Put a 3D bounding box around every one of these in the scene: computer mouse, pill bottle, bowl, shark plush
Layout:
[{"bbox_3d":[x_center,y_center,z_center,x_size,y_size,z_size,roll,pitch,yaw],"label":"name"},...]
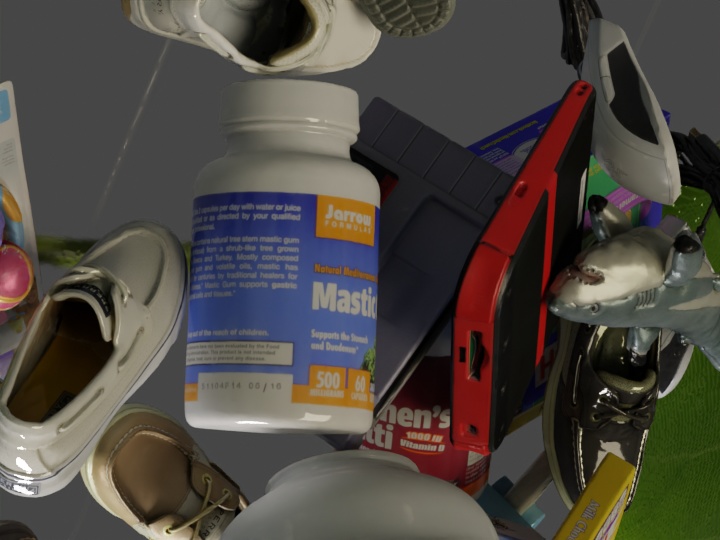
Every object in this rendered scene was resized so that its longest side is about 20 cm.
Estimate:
[{"bbox_3d":[0.213,0.004,1.526,0.044,0.110,0.201,-2,124,-29],"label":"computer mouse"},{"bbox_3d":[0.041,0.056,1.464,0.109,0.109,0.201,-22,128,-39],"label":"pill bottle"},{"bbox_3d":[-0.005,0.167,1.315,0.200,0.091,0.201,-6,151,-3],"label":"bowl"},{"bbox_3d":[-0.044,-0.006,1.286,0.112,0.112,0.201,9,81,-50],"label":"pill bottle"},{"bbox_3d":[0.156,-0.123,1.426,0.044,0.200,0.110,-16,141,-2],"label":"computer mouse"},{"bbox_3d":[0.189,0.023,1.441,0.084,0.091,0.200,-59,149,-2],"label":"shark plush"}]

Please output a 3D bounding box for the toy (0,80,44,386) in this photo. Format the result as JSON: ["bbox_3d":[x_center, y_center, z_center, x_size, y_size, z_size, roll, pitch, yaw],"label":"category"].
[{"bbox_3d":[-0.213,0.010,1.199,0.115,0.047,0.201,-30,133,-36],"label":"toy"}]

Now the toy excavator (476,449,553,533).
[{"bbox_3d":[0.105,0.171,1.555,0.194,0.100,0.200,-30,162,-49],"label":"toy excavator"}]

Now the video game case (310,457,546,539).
[{"bbox_3d":[0.009,0.241,1.445,0.181,0.045,0.201,21,98,-28],"label":"video game case"}]

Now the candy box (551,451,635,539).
[{"bbox_3d":[0.116,0.219,1.416,0.200,0.026,0.102,-53,164,-32],"label":"candy box"}]

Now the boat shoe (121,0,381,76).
[{"bbox_3d":[-0.047,-0.142,1.270,0.200,0.069,0.071,2,109,-50],"label":"boat shoe"}]

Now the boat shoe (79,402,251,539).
[{"bbox_3d":[-0.106,0.149,1.392,0.074,0.066,0.200,-54,143,-10],"label":"boat shoe"}]

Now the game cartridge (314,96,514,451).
[{"bbox_3d":[0.000,0.000,1.367,0.200,0.129,0.038,-54,160,-8],"label":"game cartridge"}]

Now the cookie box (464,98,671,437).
[{"bbox_3d":[0.134,-0.008,1.556,0.171,0.075,0.201,-28,133,-36],"label":"cookie box"}]

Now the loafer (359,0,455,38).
[{"bbox_3d":[0.005,-0.233,1.284,0.075,0.070,0.201,-11,125,9],"label":"loafer"}]

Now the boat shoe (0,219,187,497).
[{"bbox_3d":[-0.149,0.031,1.217,0.070,0.071,0.200,102,14,-47],"label":"boat shoe"}]

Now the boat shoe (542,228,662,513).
[{"bbox_3d":[0.169,0.074,1.489,0.071,0.066,0.202,0,95,-22],"label":"boat shoe"}]

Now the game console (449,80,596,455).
[{"bbox_3d":[0.100,0.004,1.363,0.200,0.031,0.177,89,24,-54],"label":"game console"}]

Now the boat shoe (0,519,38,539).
[{"bbox_3d":[-0.252,0.232,1.275,0.200,0.073,0.075,-45,140,-19],"label":"boat shoe"}]
